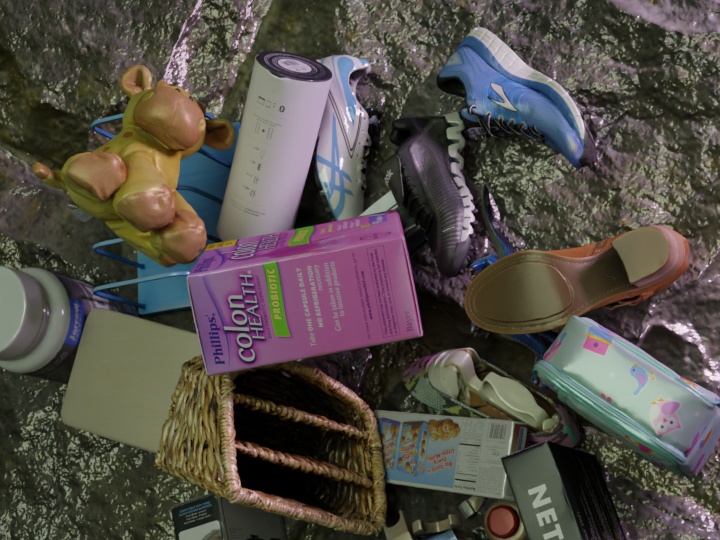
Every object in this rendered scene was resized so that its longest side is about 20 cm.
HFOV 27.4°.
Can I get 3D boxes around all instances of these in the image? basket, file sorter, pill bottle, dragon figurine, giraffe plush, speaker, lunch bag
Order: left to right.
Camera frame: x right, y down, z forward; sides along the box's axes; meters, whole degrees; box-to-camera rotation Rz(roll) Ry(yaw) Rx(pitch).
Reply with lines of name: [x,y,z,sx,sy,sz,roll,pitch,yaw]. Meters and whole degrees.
pill bottle: [-0.334,0.060,1.588,0.114,0.200,0.114,-6,77,25]
giraffe plush: [-0.208,-0.115,1.476,0.200,0.173,0.162,15,67,54]
file sorter: [-0.211,-0.067,1.599,0.139,0.123,0.200,-10,74,24]
speaker: [-0.090,-0.117,1.516,0.081,0.081,0.200,29,118,29]
basket: [-0.068,0.158,1.416,0.149,0.200,0.143,9,79,53]
dragon figurine: [0.160,0.016,1.429,0.099,0.059,0.200,-3,82,24]
lunch bag: [0.235,0.110,1.293,0.160,0.200,0.077,32,89,21]

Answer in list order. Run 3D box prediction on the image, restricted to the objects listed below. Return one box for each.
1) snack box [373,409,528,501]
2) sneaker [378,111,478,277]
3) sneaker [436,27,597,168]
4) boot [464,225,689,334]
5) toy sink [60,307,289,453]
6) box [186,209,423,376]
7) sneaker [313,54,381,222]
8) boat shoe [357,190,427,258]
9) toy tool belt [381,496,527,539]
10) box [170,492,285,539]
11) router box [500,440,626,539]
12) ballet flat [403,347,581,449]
snack box: [0.078,0.174,1.412,0.200,0.024,0.072,-2,78,51]
sneaker: [0.063,-0.077,1.456,0.090,0.067,0.200,4,54,-10]
sneaker: [0.151,-0.154,1.456,0.089,0.079,0.200,-44,55,-5]
boot: [0.204,0.009,1.353,0.200,0.155,0.077,-25,78,16]
toy sink: [-0.191,0.128,1.553,0.200,0.112,0.131,12,84,23]
box: [-0.049,0.017,1.394,0.200,0.176,0.097,-11,100,3]
sneaker: [-0.012,-0.130,1.546,0.072,0.072,0.200,-7,81,10]
boat shoe: [0.000,0.000,1.512,0.200,0.072,0.068,-41,63,5]
toy tool belt: [0.068,0.281,1.381,0.200,0.123,0.125,-41,64,13]
box: [-0.117,0.325,1.470,0.060,0.117,0.200,-21,72,25]
router box: [0.200,0.256,1.307,0.051,0.149,0.200,-25,68,19]
ballet flat: [0.121,0.115,1.413,0.200,0.071,0.069,25,65,33]
